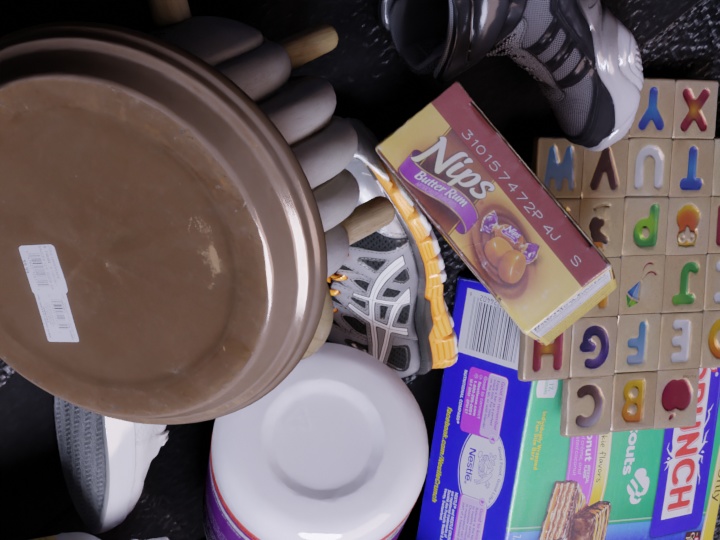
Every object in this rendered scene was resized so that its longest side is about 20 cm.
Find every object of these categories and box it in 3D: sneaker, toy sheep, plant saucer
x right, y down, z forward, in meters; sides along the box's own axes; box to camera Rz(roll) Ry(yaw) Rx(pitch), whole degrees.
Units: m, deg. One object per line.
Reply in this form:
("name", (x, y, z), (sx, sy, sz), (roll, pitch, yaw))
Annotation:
("sneaker", (0.073, -0.120, 1.291), (0.114, 0.075, 0.200), (-32, 139, -13))
("sneaker", (-0.093, 0.047, 1.309), (0.115, 0.074, 0.200), (-16, 137, -28))
("toy sheep", (-0.062, -0.050, 1.186), (0.138, 0.138, 0.200), (-25, 100, -22))
("sneaker", (0.000, 0.000, 1.350), (0.077, 0.078, 0.200), (-22, 140, -6))
("plant saucer", (-0.111, -0.013, 1.130), (0.029, 0.200, 0.200), (-53, 166, -54))

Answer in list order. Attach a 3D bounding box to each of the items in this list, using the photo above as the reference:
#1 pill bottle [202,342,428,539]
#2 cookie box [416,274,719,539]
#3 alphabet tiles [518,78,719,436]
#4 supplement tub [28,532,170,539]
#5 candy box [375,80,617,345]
("pill bottle", (-0.029, 0.117, 1.382), (0.112, 0.113, 0.200), (-31, 167, -15))
("cookie box", (0.137, 0.091, 1.525), (0.200, 0.075, 0.171), (1, 101, -46))
("alphabet tiles", (0.158, -0.008, 1.442), (0.166, 0.006, 0.200), (-2, 98, -37))
("supplement tub", (-0.185, 0.213, 1.297), (0.200, 0.145, 0.146), (-9, 137, -12))
("candy box", (0.072, -0.025, 1.282), (0.056, 0.117, 0.200), (-39, 173, 2))
